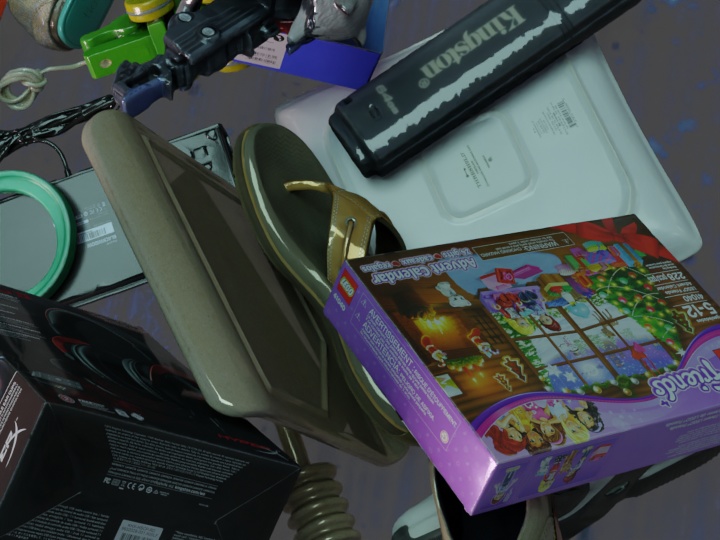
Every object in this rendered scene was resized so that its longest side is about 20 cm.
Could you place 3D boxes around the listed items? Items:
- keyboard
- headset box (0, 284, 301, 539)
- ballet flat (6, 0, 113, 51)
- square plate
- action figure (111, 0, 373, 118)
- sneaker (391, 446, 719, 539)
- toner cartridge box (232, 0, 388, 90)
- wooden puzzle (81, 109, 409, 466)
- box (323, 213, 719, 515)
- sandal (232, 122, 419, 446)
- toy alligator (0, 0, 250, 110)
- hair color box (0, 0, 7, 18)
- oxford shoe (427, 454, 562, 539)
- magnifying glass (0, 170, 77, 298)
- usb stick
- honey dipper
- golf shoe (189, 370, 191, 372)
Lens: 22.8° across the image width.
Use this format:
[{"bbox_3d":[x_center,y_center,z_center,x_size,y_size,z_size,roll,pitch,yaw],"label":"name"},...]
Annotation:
[{"bbox_3d":[-0.172,-0.044,1.085,0.199,0.021,0.128,-18,84,4],"label":"keyboard"},{"bbox_3d":[-0.146,0.071,0.873,0.200,0.148,0.075,34,101,51],"label":"headset box"},{"bbox_3d":[-0.161,-0.234,1.133,0.067,0.068,0.201,27,77,30],"label":"ballet flat"},{"bbox_3d":[0.069,-0.059,1.041,0.197,0.028,0.201,-25,68,3],"label":"square plate"},{"bbox_3d":[-0.078,-0.177,0.959,0.193,0.105,0.200,35,56,14],"label":"action figure"},{"bbox_3d":[0.094,0.083,0.973,0.199,0.076,0.116,-25,59,-6],"label":"sneaker"},{"bbox_3d":[-0.026,-0.211,1.072,0.094,0.043,0.201,12,61,-11],"label":"toner cartridge box"},{"bbox_3d":[-0.061,0.017,0.955,0.037,0.200,0.186,-36,65,15],"label":"wooden puzzle"},{"bbox_3d":[0.099,0.039,0.885,0.199,0.039,0.137,-10,48,-36],"label":"box"},{"bbox_3d":[0.000,0.000,0.978,0.054,0.080,0.201,-37,75,29],"label":"sandal"},{"bbox_3d":[-0.128,-0.146,1.103,0.199,0.060,0.054,-15,29,6],"label":"toy alligator"},{"bbox_3d":[-0.301,-0.092,1.099,0.101,0.061,0.201,6,72,37],"label":"hair color box"},{"bbox_3d":[0.063,0.079,0.891,0.070,0.075,0.201,-17,54,7],"label":"oxford shoe"},{"bbox_3d":[-0.239,0.032,1.064,0.079,0.022,0.201,30,89,6],"label":"magnifying glass"},{"bbox_3d":[0.074,-0.126,1.031,0.199,0.033,0.056,-34,69,-1],"label":"usb stick"},{"bbox_3d":[-0.051,0.069,1.019,0.038,0.038,0.201,-24,66,3],"label":"honey dipper"},{"bbox_3d":[-0.173,0.068,1.011,0.199,0.077,0.089,24,91,6],"label":"golf shoe"}]
